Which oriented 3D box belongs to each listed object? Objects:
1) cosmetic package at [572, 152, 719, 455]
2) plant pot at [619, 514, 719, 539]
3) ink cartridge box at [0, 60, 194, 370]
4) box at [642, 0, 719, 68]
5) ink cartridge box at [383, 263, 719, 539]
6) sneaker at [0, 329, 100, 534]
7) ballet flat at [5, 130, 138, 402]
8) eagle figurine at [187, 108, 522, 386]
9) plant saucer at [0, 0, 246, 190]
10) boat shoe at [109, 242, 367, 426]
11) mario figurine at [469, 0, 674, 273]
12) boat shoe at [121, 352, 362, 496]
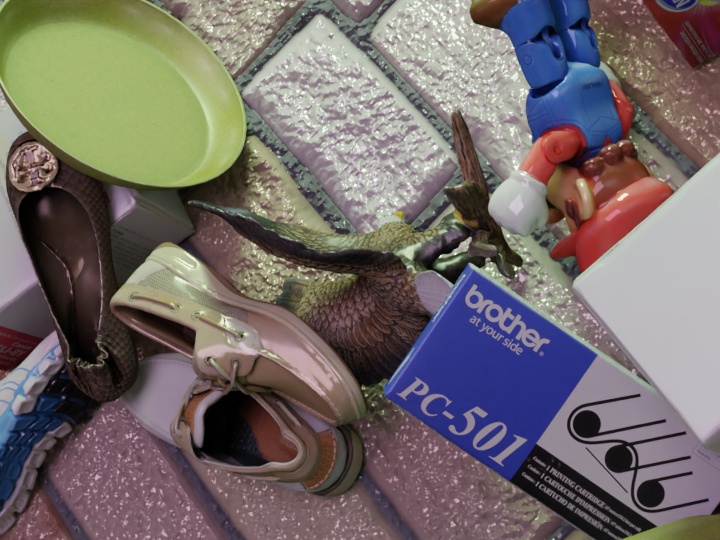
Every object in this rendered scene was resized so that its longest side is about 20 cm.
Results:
[{"bbox_3d":[0.255,0.008,0.935,0.200,0.199,0.123,-42,60,12],"label":"cosmetic package"},{"bbox_3d":[0.151,0.220,0.902,0.200,0.184,0.201,17,115,42],"label":"plant pot"},{"bbox_3d":[-0.243,-0.040,1.296,0.200,0.083,0.145,-35,63,16],"label":"ink cartridge box"},{"bbox_3d":[0.196,-0.218,1.035,0.095,0.200,0.100,-29,64,17],"label":"box"},{"bbox_3d":[0.121,0.090,1.017,0.200,0.044,0.094,34,95,-1],"label":"ink cartridge box"},{"bbox_3d":[-0.260,0.101,1.273,0.200,0.075,0.087,-52,53,6],"label":"sneaker"},{"bbox_3d":[-0.205,-0.003,1.199,0.067,0.046,0.201,-16,90,16],"label":"ballet flat"},{"bbox_3d":[0.001,-0.001,1.128,0.200,0.151,0.152,-17,82,13],"label":"eagle figurine"},{"bbox_3d":[-0.178,-0.129,1.236,0.031,0.200,0.200,-51,54,38],"label":"plant saucer"},{"bbox_3d":[-0.082,0.054,1.134,0.200,0.072,0.065,32,63,27],"label":"boat shoe"},{"bbox_3d":[0.123,-0.084,1.088,0.123,0.106,0.201,-18,89,-7],"label":"mario figurine"},{"bbox_3d":[-0.095,0.099,1.180,0.200,0.068,0.075,14,85,33],"label":"boat shoe"}]
